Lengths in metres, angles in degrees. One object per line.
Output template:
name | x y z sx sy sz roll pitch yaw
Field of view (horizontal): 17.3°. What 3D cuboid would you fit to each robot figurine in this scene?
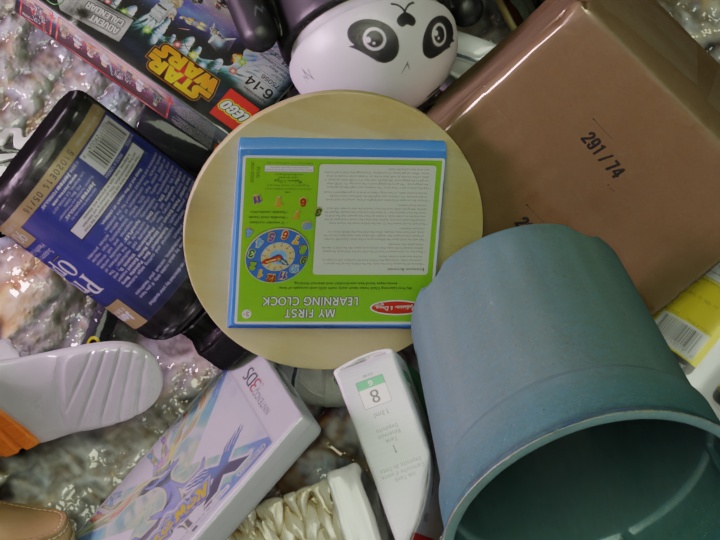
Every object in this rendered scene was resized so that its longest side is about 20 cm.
robot figurine | -0.007 -0.200 1.641 0.150 0.125 0.200 -25 66 16

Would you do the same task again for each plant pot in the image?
plant pot | 0.124 0.088 1.505 0.200 0.200 0.196 -15 45 -3

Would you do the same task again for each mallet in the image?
mallet | -0.149 -0.021 1.696 0.066 0.041 0.200 15 84 1

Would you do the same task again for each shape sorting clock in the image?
shape sorting clock | -0.018 -0.026 1.569 0.200 0.039 0.200 -4 111 -9

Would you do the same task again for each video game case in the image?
video game case | -0.116 0.147 1.576 0.022 0.182 0.200 40 93 -19

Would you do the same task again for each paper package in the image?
paper package | 0.160 -0.078 1.600 0.200 0.103 0.191 42 121 -12

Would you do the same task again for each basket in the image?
basket | -0.026 0.244 1.593 0.123 0.136 0.200 -17 80 1

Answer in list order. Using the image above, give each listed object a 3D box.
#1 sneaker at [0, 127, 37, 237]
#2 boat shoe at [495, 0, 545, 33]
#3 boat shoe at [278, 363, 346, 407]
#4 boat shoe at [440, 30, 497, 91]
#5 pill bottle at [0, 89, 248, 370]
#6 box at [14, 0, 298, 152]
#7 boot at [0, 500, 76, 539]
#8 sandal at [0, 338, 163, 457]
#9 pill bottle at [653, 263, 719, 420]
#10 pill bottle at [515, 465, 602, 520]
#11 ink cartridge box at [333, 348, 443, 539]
sneaker | -0.281 -0.064 1.685 0.200 0.066 0.091 9 77 0
boat shoe | 0.110 -0.220 1.651 0.072 0.200 0.076 -18 36 22
boat shoe | 0.000 0.000 1.668 0.086 0.075 0.202 14 82 3
boat shoe | 0.113 -0.107 1.693 0.200 0.072 0.066 28 78 -2
pill bottle | -0.148 -0.024 1.622 0.200 0.112 0.112 37 81 -12
box | -0.128 -0.183 1.701 0.200 0.040 0.137 35 63 6
boot | -0.294 0.130 1.615 0.200 0.073 0.156 4 111 6
sandal | -0.233 0.084 1.659 0.207 0.059 0.079 -9 111 9
pill bottle | 0.275 0.019 1.643 0.112 0.112 0.200 39 82 7
pill bottle | 0.167 0.178 1.613 0.200 0.113 0.113 -3 79 0
ink cartridge box | 0.045 0.158 1.592 0.050 0.161 0.200 -23 79 4
